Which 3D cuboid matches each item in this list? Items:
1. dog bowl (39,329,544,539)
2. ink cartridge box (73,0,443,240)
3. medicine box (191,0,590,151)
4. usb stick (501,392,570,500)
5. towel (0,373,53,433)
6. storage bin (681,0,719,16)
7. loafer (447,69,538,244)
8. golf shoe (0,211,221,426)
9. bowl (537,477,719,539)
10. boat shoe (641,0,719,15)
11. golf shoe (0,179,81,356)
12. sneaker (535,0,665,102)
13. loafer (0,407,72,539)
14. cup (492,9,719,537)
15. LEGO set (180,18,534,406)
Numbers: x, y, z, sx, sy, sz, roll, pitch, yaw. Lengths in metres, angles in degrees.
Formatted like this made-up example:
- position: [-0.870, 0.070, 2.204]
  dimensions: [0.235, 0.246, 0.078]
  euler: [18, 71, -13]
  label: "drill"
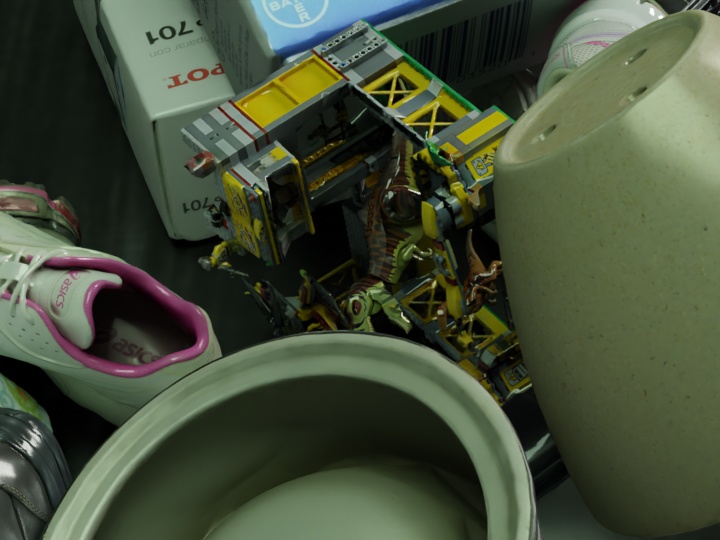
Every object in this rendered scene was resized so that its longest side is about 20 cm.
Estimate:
- position: [-0.019, 0.124, 0.982]
  dimensions: [0.200, 0.074, 0.201]
  euler: [-15, 50, 18]
  label: "dog bowl"
- position: [-0.058, -0.123, 1.401]
  dimensions: [0.146, 0.086, 0.200]
  euler: [-16, 42, -10]
  label: "ink cartridge box"
- position: [0.002, -0.181, 1.293]
  dimensions: [0.182, 0.103, 0.200]
  euler: [-21, 67, -12]
  label: "medicine box"
- position: [0.008, 0.119, 1.147]
  dimensions: [0.200, 0.033, 0.055]
  euler: [-36, 30, -11]
  label: "usb stick"
- position: [-0.192, 0.082, 1.140]
  dimensions: [0.048, 0.200, 0.171]
  euler: [-38, 41, 15]
  label: "towel"
- position: [0.246, -0.101, 1.329]
  dimensions: [0.135, 0.094, 0.200]
  euler: [25, 54, 30]
  label: "storage bin"
- position: [0.099, -0.029, 1.302]
  dimensions: [0.070, 0.070, 0.200]
  euler: [13, 35, -35]
  label: "loafer"
- position: [-0.150, 0.006, 1.225]
  dimensions: [0.200, 0.092, 0.076]
  euler: [21, 71, -5]
  label: "golf shoe"
- position: [0.150, 0.103, 1.099]
  dimensions: [0.200, 0.075, 0.200]
  euler: [-17, 24, 51]
  label: "bowl"
- position: [0.172, -0.195, 1.456]
  dimensions: [0.072, 0.065, 0.200]
  euler: [-7, 44, -2]
  label: "boat shoe"
- position: [-0.227, 0.015, 1.291]
  dimensions: [0.199, 0.073, 0.092]
  euler: [-10, 45, -3]
  label: "golf shoe"
- position: [0.149, -0.034, 1.221]
  dimensions: [0.200, 0.081, 0.088]
  euler: [40, 31, 10]
  label: "sneaker"
- position: [-0.130, 0.156, 1.043]
  dimensions: [0.073, 0.201, 0.072]
  euler: [-13, 15, 19]
  label: "loafer"
- position: [0.132, -0.015, 1.078]
  dimensions: [0.200, 0.143, 0.200]
  euler: [-35, 14, 10]
  label: "cup"
- position: [0.000, 0.000, 1.189]
  dimensions: [0.116, 0.200, 0.154]
  euler: [-33, 57, -19]
  label: "LEGO set"
